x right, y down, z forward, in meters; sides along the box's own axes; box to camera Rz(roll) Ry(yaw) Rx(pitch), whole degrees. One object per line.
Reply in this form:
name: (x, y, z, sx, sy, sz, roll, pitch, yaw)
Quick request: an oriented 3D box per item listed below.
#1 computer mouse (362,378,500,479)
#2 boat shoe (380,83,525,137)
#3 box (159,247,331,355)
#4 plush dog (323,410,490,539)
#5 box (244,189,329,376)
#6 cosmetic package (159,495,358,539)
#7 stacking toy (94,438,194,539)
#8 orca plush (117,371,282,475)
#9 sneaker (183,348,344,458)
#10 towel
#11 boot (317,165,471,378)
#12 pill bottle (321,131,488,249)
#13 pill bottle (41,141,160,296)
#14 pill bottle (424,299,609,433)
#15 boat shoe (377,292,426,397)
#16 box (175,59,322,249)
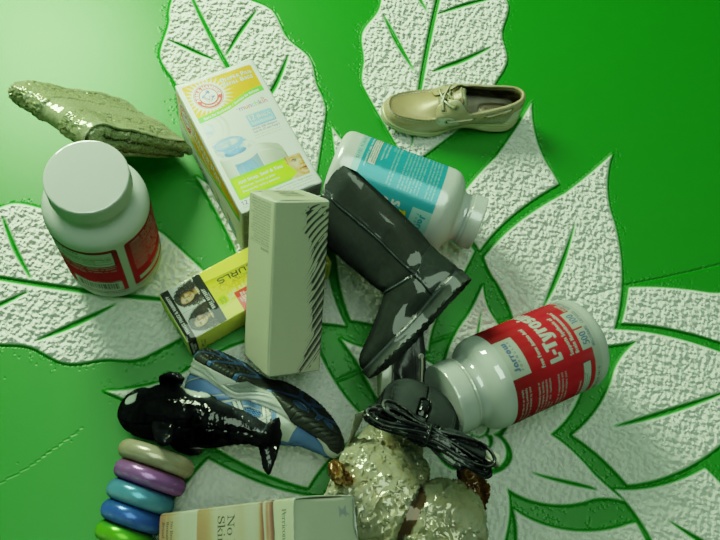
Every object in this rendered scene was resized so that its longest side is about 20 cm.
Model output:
computer mouse: (0.068, 0.149, 0.838, 0.138, 0.200, 0.053, 25, 87, -2)
boat shoe: (0.129, -0.231, 1.116, 0.199, 0.065, 0.072, 0, 67, -8)
box: (-0.138, 0.019, 0.982, 0.200, 0.050, 0.075, -28, 73, -18)
plush dog: (0.050, 0.252, 0.840, 0.171, 0.161, 0.200, 20, 64, 13)
box: (-0.086, 0.012, 0.916, 0.068, 0.082, 0.201, -4, 106, -28)
cosmetic package: (-0.103, 0.280, 0.789, 0.087, 0.200, 0.104, 17, 61, -48)
stacking toy: (-0.248, 0.284, 0.842, 0.085, 0.085, 0.201, 18, 70, 0)
orca plush: (-0.187, 0.179, 0.865, 0.199, 0.106, 0.071, 21, 30, 14)
sneaker: (-0.112, 0.165, 0.922, 0.200, 0.076, 0.077, 29, 97, 0)
towel: (-0.309, -0.183, 0.976, 0.148, 0.200, 0.037, 31, 106, 18)
boot: (0.001, -0.001, 0.927, 0.200, 0.066, 0.165, 44, 87, 13)
pill bottle: (0.057, -0.094, 1.023, 0.199, 0.111, 0.111, 20, 66, 2)
pill bottle: (-0.289, -0.056, 0.903, 0.112, 0.200, 0.113, 3, 66, -7)
pill bottle: (0.180, 0.116, 0.941, 0.199, 0.112, 0.113, -20, 71, -21)
boat shoe: (0.057, 0.058, 0.980, 0.060, 0.074, 0.201, 6, 69, -5)
box: (-0.145, -0.149, 1.024, 0.112, 0.101, 0.200, -23, 72, -17)
